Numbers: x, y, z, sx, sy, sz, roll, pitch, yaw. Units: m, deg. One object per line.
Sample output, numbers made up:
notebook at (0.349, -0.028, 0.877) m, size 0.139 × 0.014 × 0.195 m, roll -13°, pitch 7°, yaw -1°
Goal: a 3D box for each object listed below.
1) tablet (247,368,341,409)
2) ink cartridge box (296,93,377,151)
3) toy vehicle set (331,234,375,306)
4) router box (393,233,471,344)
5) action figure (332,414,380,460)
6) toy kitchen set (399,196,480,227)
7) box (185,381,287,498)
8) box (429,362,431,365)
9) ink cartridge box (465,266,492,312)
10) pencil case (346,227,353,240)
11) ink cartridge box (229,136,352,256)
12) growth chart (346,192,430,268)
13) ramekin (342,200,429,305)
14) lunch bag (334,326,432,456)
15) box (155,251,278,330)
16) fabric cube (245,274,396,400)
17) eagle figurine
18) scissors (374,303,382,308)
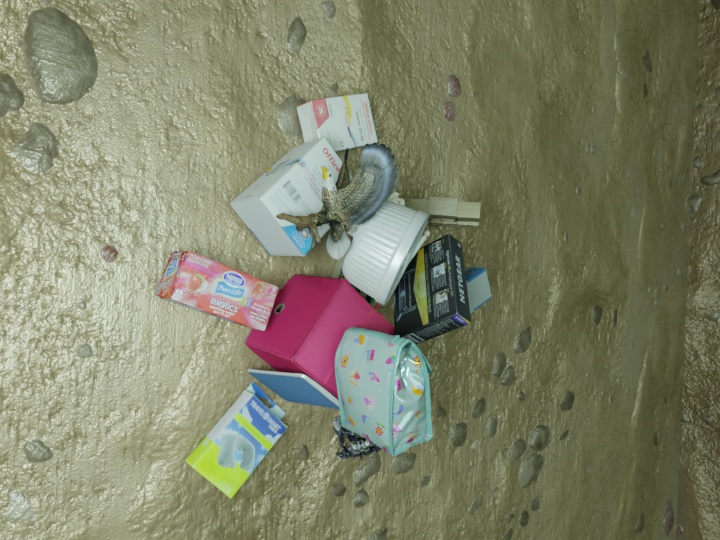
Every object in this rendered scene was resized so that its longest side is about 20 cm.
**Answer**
tablet at (-0.134, 0.238, 1.080) m, size 0.130 × 0.200 × 0.014 m, roll 46°, pitch 56°, yaw -30°
ink cartridge box at (-0.035, -0.336, 1.218) m, size 0.200 × 0.067 × 0.117 m, roll -22°, pitch 105°, yaw -35°
toy vehicle set at (0.000, 0.000, 1.276) m, size 0.124 × 0.026 × 0.200 m, roll 26°, pitch 75°, yaw -30°
router box at (0.144, 0.041, 1.119) m, size 0.052 × 0.157 × 0.200 m, roll 32°, pitch 45°, yaw -36°
action figure at (-0.002, 0.380, 1.236) m, size 0.119 × 0.200 × 0.102 m, roll -5°, pitch 60°, yaw -5°
toy kitchen set at (0.195, -0.078, 1.352) m, size 0.163 × 0.199 × 0.181 m, roll 31°, pitch 64°, yaw -78°
box at (-0.243, 0.346, 1.097) m, size 0.200 × 0.048 × 0.122 m, roll -50°, pitch 120°, yaw -24°
box at (0.109, 0.314, 1.321) m, size 0.119 × 0.041 × 0.200 m, roll 24°, pitch 77°, yaw -49°
ink cartridge box at (0.202, 0.052, 1.334) m, size 0.144 × 0.200 × 0.085 m, roll -29°, pitch 113°, yaw -32°
pencil case at (0.025, -0.064, 1.224) m, size 0.088 × 0.088 × 0.200 m, roll -41°, pitch 108°, yaw -29°
ink cartridge box at (-0.130, -0.149, 1.103) m, size 0.200 × 0.145 × 0.147 m, roll -48°, pitch 117°, yaw -25°
growth chart at (0.052, -0.098, 1.153) m, size 0.200 × 0.018 × 0.145 m, roll 40°, pitch 91°, yaw 0°
ramekin at (0.046, -0.043, 1.051) m, size 0.105 × 0.200 × 0.200 m, roll 27°, pitch 71°, yaw 7°
lunch bag at (0.041, 0.207, 0.983) m, size 0.122 × 0.170 × 0.201 m, roll -10°, pitch 100°, yaw -36°
box at (-0.274, 0.040, 1.029) m, size 0.200 × 0.100 × 0.096 m, roll 26°, pitch 77°, yaw -35°
fabric cube at (-0.081, 0.144, 1.119) m, size 0.200 × 0.199 × 0.196 m, roll 46°, pitch 66°, yaw -29°
eagle figurine at (-0.033, -0.138, 0.977) m, size 0.152 × 0.151 × 0.200 m, roll 40°, pitch 61°, yaw 14°
scissors at (0.017, 0.106, 1.308) m, size 0.073 × 0.014 × 0.200 m, roll 42°, pitch 66°, yaw -32°
